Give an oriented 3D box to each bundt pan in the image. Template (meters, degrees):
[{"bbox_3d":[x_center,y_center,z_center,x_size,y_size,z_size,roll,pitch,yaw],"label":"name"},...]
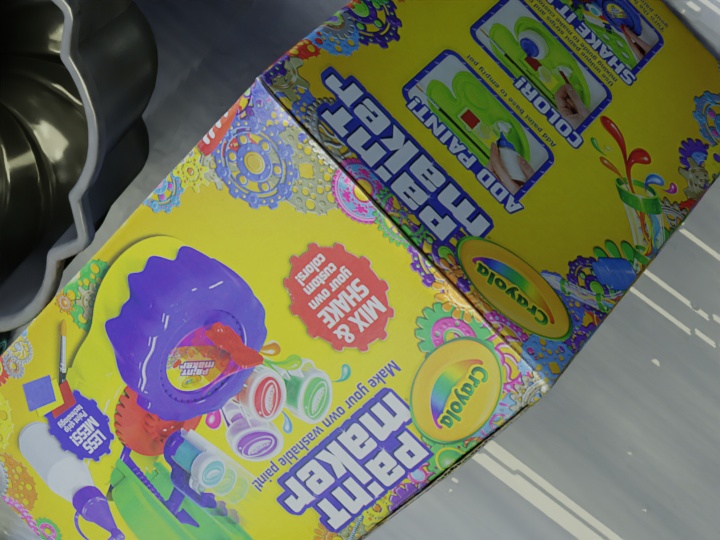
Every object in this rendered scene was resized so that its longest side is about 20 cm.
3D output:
[{"bbox_3d":[-0.150,-0.077,0.741,0.202,0.076,0.202,14,121,24],"label":"bundt pan"}]

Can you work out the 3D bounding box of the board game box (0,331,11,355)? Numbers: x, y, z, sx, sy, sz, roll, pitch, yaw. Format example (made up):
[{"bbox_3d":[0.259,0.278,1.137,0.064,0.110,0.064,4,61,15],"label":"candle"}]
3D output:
[{"bbox_3d":[-0.254,0.026,1.016,0.200,0.028,0.135,31,127,12],"label":"board game box"}]

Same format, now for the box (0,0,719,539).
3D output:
[{"bbox_3d":[0.000,0.000,0.747,0.122,0.193,0.200,46,129,-1],"label":"box"}]
